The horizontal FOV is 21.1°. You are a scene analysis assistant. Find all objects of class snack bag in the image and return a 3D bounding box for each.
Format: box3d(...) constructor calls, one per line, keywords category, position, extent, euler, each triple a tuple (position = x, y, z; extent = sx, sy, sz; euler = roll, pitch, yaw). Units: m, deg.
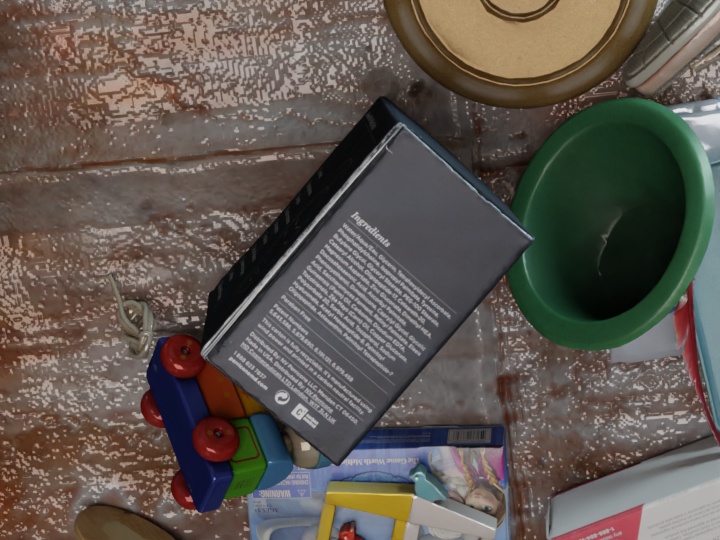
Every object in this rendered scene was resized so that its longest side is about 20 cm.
box3d(category="snack bag", position=(0.265, -0.033, 1.383), extent=(0.198, 0.021, 0.190), euler=(-7, 108, 8))

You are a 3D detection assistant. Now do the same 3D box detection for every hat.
box3d(category="hat", position=(0.213, -0.004, 1.370), extent=(0.175, 0.165, 0.201), euler=(18, 102, -47))

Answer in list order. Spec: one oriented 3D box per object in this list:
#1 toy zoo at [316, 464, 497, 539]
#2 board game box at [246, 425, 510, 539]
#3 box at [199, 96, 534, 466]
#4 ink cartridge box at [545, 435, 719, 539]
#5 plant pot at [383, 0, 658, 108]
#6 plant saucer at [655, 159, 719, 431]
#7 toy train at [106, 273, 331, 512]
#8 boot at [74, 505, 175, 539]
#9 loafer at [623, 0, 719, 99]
box3d(category="toy zoo", position=(0.026, 0.237, 1.448), extent=(0.130, 0.020, 0.202), euler=(11, 109, 3))
box3d(category="board game box", position=(0.017, 0.220, 1.478), extent=(0.198, 0.043, 0.201), euler=(-2, 109, 7))
box3d(category="box", position=(0.000, 0.000, 1.308), extent=(0.124, 0.200, 0.197), euler=(39, 96, -8))
box3d(category="ink cartridge box", position=(0.242, 0.245, 1.442), extent=(0.147, 0.086, 0.201), euler=(-21, 106, 11))
box3d(category="plant pot", position=(0.111, -0.207, 1.338), extent=(0.198, 0.028, 0.202), euler=(1, 108, 4))
box3d(category="plant saucer", position=(0.266, 0.015, 1.379), extent=(0.069, 0.019, 0.201), euler=(-13, 108, 10))
box3d(category="toy train", position=(-0.102, 0.073, 1.423), extent=(0.115, 0.201, 0.085), euler=(-9, 148, -27))
box3d(category="boot", position=(-0.161, 0.289, 1.509), extent=(0.201, 0.071, 0.145), euler=(37, 128, 11))
box3d(category="loafer", position=(0.264, -0.187, 1.310), extent=(0.063, 0.072, 0.200), euler=(36, 105, -14))
